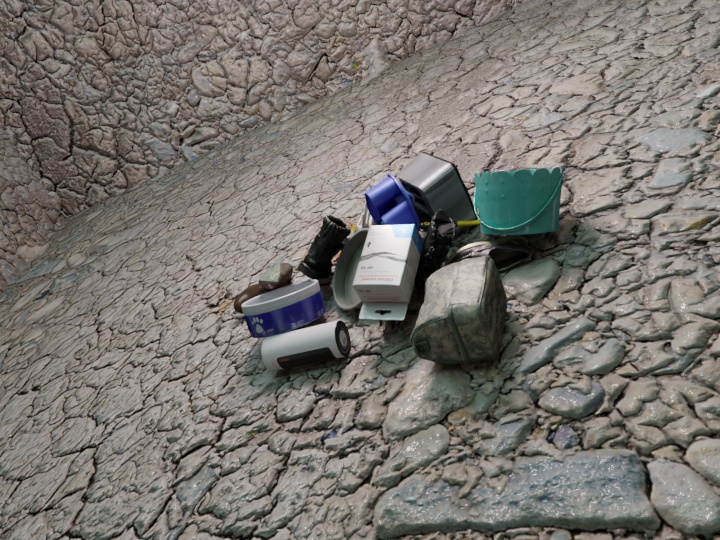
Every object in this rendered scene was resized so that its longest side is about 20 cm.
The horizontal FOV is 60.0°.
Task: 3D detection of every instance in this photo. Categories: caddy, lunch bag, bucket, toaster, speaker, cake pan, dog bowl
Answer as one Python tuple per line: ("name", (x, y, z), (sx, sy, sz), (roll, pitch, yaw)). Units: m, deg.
("caddy", (0.085, -0.144, 1.485), (0.103, 0.144, 0.200), (-29, -12, -3))
("lunch bag", (0.188, 0.079, 1.217), (0.163, 0.142, 0.202), (-10, 32, 26))
("bucket", (0.351, -0.155, 1.390), (0.200, 0.139, 0.207), (-4, 7, 1))
("toaster", (0.202, -0.187, 1.599), (0.118, 0.183, 0.200), (-36, 30, -7))
("speaker", (-0.124, 0.171, 1.402), (0.195, 0.083, 0.082), (-14, 31, 22))
("cake pan", (0.000, 0.000, 1.513), (0.199, 0.036, 0.206), (-35, 46, 45))
("dog bowl", (-0.185, 0.091, 1.511), (0.194, 0.081, 0.200), (-17, 7, 2))

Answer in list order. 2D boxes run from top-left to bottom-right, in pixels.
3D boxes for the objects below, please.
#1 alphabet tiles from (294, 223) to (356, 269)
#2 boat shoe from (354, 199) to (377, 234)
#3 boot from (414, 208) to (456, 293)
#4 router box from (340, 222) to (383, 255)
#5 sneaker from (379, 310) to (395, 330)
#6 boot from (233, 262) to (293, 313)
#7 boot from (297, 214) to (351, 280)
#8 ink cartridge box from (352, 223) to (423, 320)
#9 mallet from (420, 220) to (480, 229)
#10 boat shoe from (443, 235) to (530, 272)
("alphabet tiles", (-0.088, -0.074, 1.845), (0.163, 0.008, 0.202), (-8, 34, 33))
("boat shoe", (0.023, -0.154, 1.653), (0.055, 0.068, 0.203), (-10, 36, 19))
("boot", (0.166, -0.064, 1.438), (0.071, 0.166, 0.201), (10, 36, -5))
("router box", (0.044, -0.079, 1.640), (0.148, 0.052, 0.199), (-36, 32, -16))
("sneaker", (0.083, 0.025, 1.403), (0.058, 0.206, 0.104), (17, 4, -3))
("boot", (-0.259, 0.046, 1.641), (0.183, 0.065, 0.200), (-31, -3, -10))
("boot", (-0.086, -0.063, 1.634), (0.161, 0.078, 0.211), (-61, 0, 8))
("ink cartridge box", (0.056, 0.002, 1.336), (0.113, 0.068, 0.204), (-2, 54, 26))
("mallet", (0.242, -0.120, 1.524), (0.193, 0.042, 0.067), (1, 39, 1))
("boat shoe", (0.280, -0.023, 1.378), (0.194, 0.074, 0.065), (-18, 24, 6))
